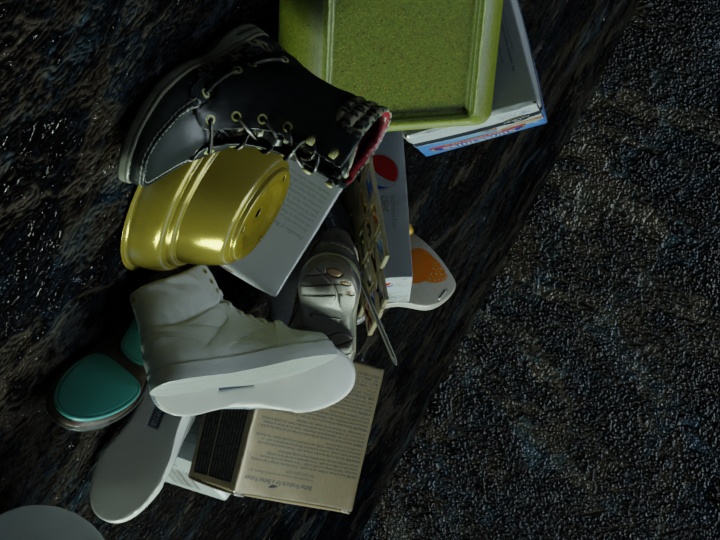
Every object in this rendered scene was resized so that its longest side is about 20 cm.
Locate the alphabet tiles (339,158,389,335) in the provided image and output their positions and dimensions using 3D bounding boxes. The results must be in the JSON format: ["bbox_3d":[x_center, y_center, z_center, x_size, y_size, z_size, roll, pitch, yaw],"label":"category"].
[{"bbox_3d":[0.002,-0.043,1.728,0.166,0.006,0.200,113,-31,-66],"label":"alphabet tiles"}]

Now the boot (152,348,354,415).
[{"bbox_3d":[-0.112,0.095,1.633,0.090,0.199,0.073,-149,-120,-68],"label":"boot"}]

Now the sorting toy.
[{"bbox_3d":[-0.027,0.023,1.947,0.180,0.200,0.107,-43,121,-43],"label":"sorting toy"}]

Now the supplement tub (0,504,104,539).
[{"bbox_3d":[-0.299,0.320,1.520,0.145,0.145,0.200,-48,164,-44],"label":"supplement tub"}]

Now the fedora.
[{"bbox_3d":[-0.059,0.004,1.786,0.200,0.090,0.177,-95,174,-63],"label":"fedora"}]

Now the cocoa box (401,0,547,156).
[{"bbox_3d":[0.090,-0.226,1.613,0.131,0.133,0.200,22,53,-79],"label":"cocoa box"}]

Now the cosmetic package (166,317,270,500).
[{"bbox_3d":[-0.141,0.146,1.843,0.200,0.102,0.074,-55,136,-28],"label":"cosmetic package"}]

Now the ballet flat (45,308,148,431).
[{"bbox_3d":[-0.219,0.096,1.508,0.068,0.068,0.200,-53,176,40],"label":"ballet flat"}]

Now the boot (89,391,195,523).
[{"bbox_3d":[-0.204,0.168,1.726,0.200,0.073,0.090,-61,168,-6],"label":"boot"}]

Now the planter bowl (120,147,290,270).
[{"bbox_3d":[-0.119,-0.068,1.472,0.201,0.083,0.200,-56,168,-19],"label":"planter bowl"}]

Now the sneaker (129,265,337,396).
[{"bbox_3d":[-0.114,0.044,1.530,0.200,0.116,0.074,-3,158,-40],"label":"sneaker"}]

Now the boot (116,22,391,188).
[{"bbox_3d":[-0.082,-0.109,1.338,0.204,0.154,0.074,-48,162,-42],"label":"boot"}]

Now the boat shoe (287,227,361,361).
[{"bbox_3d":[-0.031,0.037,1.659,0.200,0.074,0.073,108,-3,-50],"label":"boat shoe"}]

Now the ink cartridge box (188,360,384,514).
[{"bbox_3d":[-0.075,0.161,1.788,0.200,0.075,0.165,20,83,-51],"label":"ink cartridge box"}]

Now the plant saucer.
[{"bbox_3d":[0.031,-0.195,1.444,0.048,0.199,0.200,-111,-160,-52],"label":"plant saucer"}]

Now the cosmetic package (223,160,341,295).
[{"bbox_3d":[-0.063,-0.079,1.613,0.200,0.074,0.102,-60,-171,-1],"label":"cosmetic package"}]

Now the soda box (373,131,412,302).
[{"bbox_3d":[0.020,-0.067,1.880,0.068,0.063,0.200,95,-8,-65],"label":"soda box"}]

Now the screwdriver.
[{"bbox_3d":[0.000,0.000,1.676,0.029,0.200,0.028,-25,173,-20],"label":"screwdriver"}]
